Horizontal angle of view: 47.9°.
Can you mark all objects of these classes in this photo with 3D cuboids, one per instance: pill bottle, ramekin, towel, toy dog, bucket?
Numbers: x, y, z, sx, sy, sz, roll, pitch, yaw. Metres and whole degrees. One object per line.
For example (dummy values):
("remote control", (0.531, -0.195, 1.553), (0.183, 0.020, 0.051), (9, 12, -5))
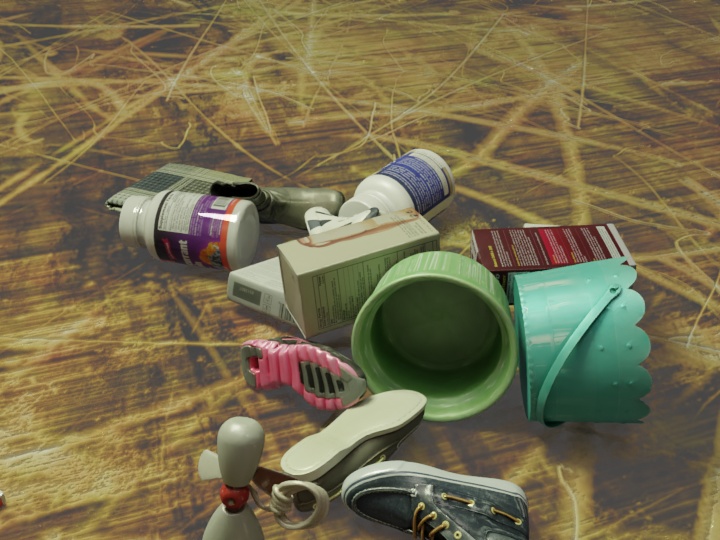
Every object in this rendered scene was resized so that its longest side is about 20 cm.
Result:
("pill bottle", (-0.268, -0.065, 1.264), (0.198, 0.112, 0.112), (8, 34, 11))
("pill bottle", (0.058, -0.112, 1.334), (0.119, 0.121, 0.200), (22, 39, 29))
("ramekin", (0.094, 0.075, 0.992), (0.198, 0.202, 0.098), (6, 26, 8))
("towel", (-0.317, -0.132, 1.445), (0.198, 0.035, 0.193), (13, 32, 21))
("toy dog", (-0.110, 0.230, 0.783), (0.131, 0.201, 0.096), (32, 20, 2))
("bucket", (0.258, 0.089, 0.971), (0.133, 0.209, 0.208), (-6, 33, 7))

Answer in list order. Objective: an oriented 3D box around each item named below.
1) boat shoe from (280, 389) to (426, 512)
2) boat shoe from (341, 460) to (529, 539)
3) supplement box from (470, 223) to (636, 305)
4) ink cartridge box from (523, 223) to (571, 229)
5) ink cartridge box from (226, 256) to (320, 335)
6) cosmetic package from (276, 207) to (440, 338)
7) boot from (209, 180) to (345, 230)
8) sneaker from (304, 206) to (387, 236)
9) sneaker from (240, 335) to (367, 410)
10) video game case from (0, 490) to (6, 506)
("boat shoe", (-0.002, 0.200, 0.919), (0.201, 0.061, 0.072), (-25, 27, -35))
("boat shoe", (0.077, 0.254, 0.825), (0.198, 0.071, 0.091), (5, 29, 2))
("supplement box", (0.252, -0.008, 1.085), (0.198, 0.061, 0.109), (-1, 33, 0))
("ink cartridge box", (0.305, 0.021, 1.171), (0.144, 0.085, 0.201), (4, 34, 6))
("ink cartridge box", (-0.076, 0.025, 1.212), (0.161, 0.058, 0.200), (18, 17, 25))
("cosmetic package", (0.000, 0.000, 1.064), (0.198, 0.104, 0.087), (-16, 34, -18))
("boot", (-0.136, -0.109, 1.303), (0.198, 0.068, 0.130), (0, -9, 26))
("sneaker", (-0.009, -0.054, 1.203), (0.128, 0.080, 0.199), (-18, 21, 1))
("sneaker", (-0.059, 0.116, 1.015), (0.199, 0.080, 0.095), (11, 16, 40))
("video game case", (-0.490, 0.278, 0.829), (0.142, 0.018, 0.200), (15, 37, 20))
